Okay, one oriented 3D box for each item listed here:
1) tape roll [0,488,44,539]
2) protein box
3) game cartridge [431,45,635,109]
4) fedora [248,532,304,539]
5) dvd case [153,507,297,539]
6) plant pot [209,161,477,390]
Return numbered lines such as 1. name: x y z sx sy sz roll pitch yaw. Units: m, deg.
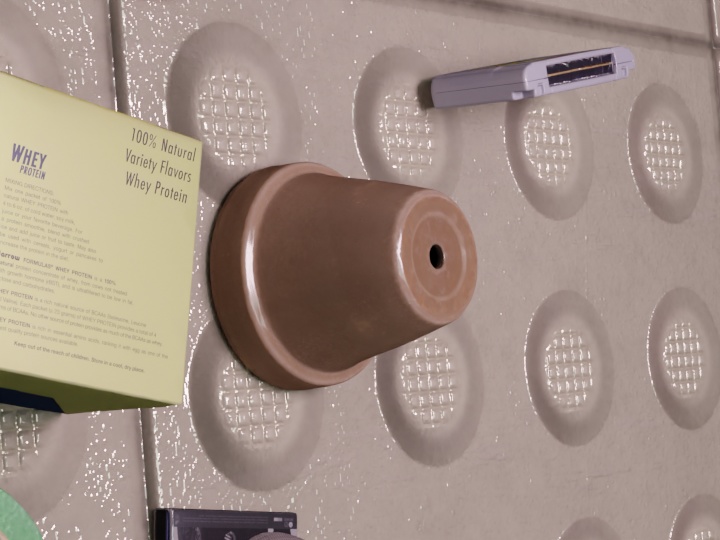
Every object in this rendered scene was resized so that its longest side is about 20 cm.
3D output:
1. tape roll: -0.298 0.240 1.233 0.200 0.048 0.201 12 74 -48
2. protein box: -0.235 -0.012 1.280 0.198 0.135 0.200 17 72 -46
3. game cartridge: 0.166 -0.192 1.782 0.200 0.133 0.041 -17 97 -49
4. fedora: -0.072 0.309 1.416 0.177 0.090 0.200 -35 105 -49
5. dvd case: -0.109 0.297 1.463 0.150 0.025 0.200 11 76 -48
6. plant pot: 0.000 0.000 1.526 0.200 0.174 0.201 9 78 -49
